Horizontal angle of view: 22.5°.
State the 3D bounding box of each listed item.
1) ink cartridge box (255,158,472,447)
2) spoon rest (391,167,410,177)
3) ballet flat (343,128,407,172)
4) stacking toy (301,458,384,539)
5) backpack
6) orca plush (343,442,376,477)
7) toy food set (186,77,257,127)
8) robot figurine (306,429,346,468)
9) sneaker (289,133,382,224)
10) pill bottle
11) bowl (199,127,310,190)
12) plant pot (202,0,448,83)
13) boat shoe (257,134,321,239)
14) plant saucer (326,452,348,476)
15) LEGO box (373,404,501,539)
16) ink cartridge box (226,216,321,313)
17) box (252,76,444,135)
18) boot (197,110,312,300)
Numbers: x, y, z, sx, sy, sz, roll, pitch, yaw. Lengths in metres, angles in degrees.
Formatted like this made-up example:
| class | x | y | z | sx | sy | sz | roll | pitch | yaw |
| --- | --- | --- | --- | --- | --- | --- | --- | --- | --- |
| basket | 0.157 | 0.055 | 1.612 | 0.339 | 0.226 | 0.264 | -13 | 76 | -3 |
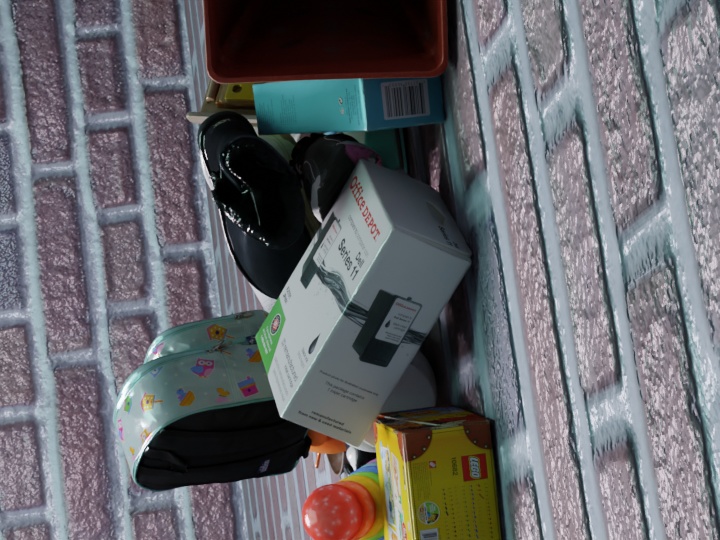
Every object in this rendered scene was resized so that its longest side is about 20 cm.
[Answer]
| class | x | y | z | sx | sy | sz | roll | pitch | yaw |
| --- | --- | --- | --- | --- | --- | --- | --- | --- | --- |
| ink cartridge box | 0.000 | 0.025 | 1.554 | 0.201 | 0.083 | 0.147 | -59 | 24 | 18 |
| spoon rest | 0.000 | 0.000 | 1.687 | 0.200 | 0.061 | 0.099 | -58 | -14 | 28 |
| ballet flat | -0.002 | -0.176 | 1.730 | 0.067 | 0.070 | 0.201 | 142 | 121 | -76 |
| stacking toy | 0.002 | 0.213 | 1.653 | 0.200 | 0.085 | 0.086 | 7 | -105 | -68 |
| backpack | -0.156 | 0.139 | 1.857 | 0.154 | 0.199 | 0.176 | 60 | 148 | 24 |
| orca plush | 0.037 | 0.191 | 1.826 | 0.105 | 0.071 | 0.200 | 40 | -167 | -21 |
| toy food set | -0.084 | -0.226 | 1.793 | 0.061 | 0.143 | 0.201 | 70 | -151 | -56 |
| robot figurine | -0.034 | 0.114 | 1.965 | 0.144 | 0.116 | 0.201 | 48 | 145 | 47 |
| sneaker | -0.033 | -0.089 | 1.652 | 0.086 | 0.080 | 0.200 | 40 | 175 | 12 |
| pill bottle | 0.010 | 0.110 | 1.712 | 0.200 | 0.110 | 0.112 | -150 | 55 | -78 |
| bowl | -0.063 | -0.141 | 1.882 | 0.090 | 0.201 | 0.202 | 29 | 131 | 38 |
| plant pot | -0.029 | -0.281 | 1.530 | 0.176 | 0.199 | 0.201 | -86 | -6 | -69 |
| boat shoe | -0.074 | -0.035 | 1.750 | 0.073 | 0.063 | 0.202 | 9 | 121 | 48 |
| plant saucer | -0.025 | 0.144 | 2.160 | 0.200 | 0.034 | 0.201 | 174 | 90 | -81 |
| LEGO box | 0.068 | 0.224 | 1.545 | 0.149 | 0.077 | 0.201 | -172 | 77 | -80 |
| ink cartridge box | -0.058 | -0.029 | 1.831 | 0.094 | 0.044 | 0.200 | 60 | 145 | 2 |
| box | -0.014 | -0.149 | 1.604 | 0.200 | 0.082 | 0.049 | 5 | 102 | 60 |
| boot | -0.085 | -0.042 | 1.625 | 0.168 | 0.076 | 0.201 | -127 | 14 | -70 |
